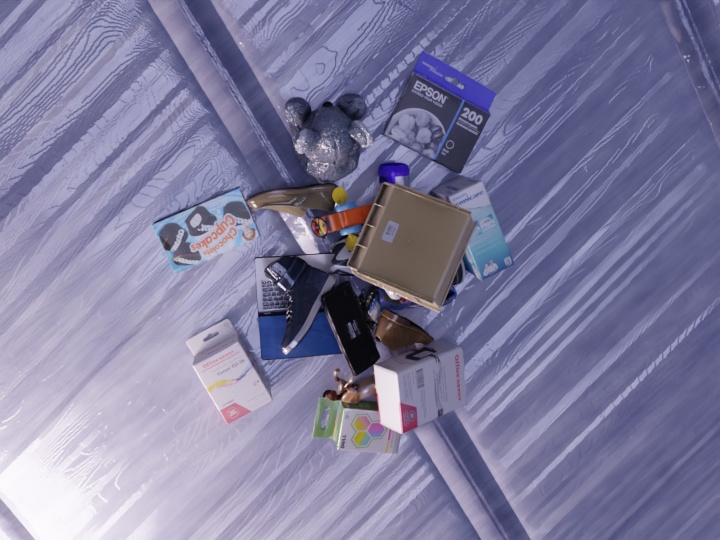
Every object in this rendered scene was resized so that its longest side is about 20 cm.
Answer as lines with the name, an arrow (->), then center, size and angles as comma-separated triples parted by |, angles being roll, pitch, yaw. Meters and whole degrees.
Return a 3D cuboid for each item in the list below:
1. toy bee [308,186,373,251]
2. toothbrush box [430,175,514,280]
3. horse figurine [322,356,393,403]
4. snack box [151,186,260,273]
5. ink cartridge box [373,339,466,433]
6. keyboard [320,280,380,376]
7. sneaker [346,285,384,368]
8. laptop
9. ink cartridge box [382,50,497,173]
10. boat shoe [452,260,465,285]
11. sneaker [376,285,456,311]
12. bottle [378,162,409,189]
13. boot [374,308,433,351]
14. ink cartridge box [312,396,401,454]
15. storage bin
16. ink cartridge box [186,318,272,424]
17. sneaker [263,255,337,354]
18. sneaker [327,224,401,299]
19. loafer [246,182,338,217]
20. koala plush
toy bee -> -0.049, -0.110, 1.544 | 0.199, 0.108, 0.132 | 10, 77, -37
toothbrush box -> 0.242, -0.096, 1.610 | 0.085, 0.146, 0.201 | -26, 104, -4
horse figurine -> 0.006, 0.264, 1.683 | 0.199, 0.050, 0.133 | -12, 138, -12
snack box -> -0.326, -0.086, 1.571 | 0.199, 0.037, 0.117 | -24, 105, -4
ink cartridge box -> 0.137, 0.257, 1.660 | 0.199, 0.084, 0.146 | -16, 108, -35
keyboard -> -0.016, 0.119, 1.587 | 0.104, 0.040, 0.201 | -29, 110, -23
sneaker -> 0.031, 0.138, 1.663 | 0.085, 0.077, 0.201 | 22, 98, -18
laptop -> -0.129, 0.074, 1.599 | 0.186, 0.116, 0.201 | -4, 103, -9
ink cartridge box -> 0.177, -0.342, 1.599 | 0.197, 0.043, 0.201 | 24, 96, -13
boat shoe -> 0.168, -0.051, 1.638 | 0.060, 0.075, 0.201 | -32, 98, -39
sneaker -> 0.127, 0.048, 1.631 | 0.199, 0.078, 0.076 | -4, 82, -27
bottle -> 0.076, -0.132, 1.605 | 0.065, 0.084, 0.201 | -5, 102, -9
boot -> 0.094, 0.144, 1.638 | 0.200, 0.073, 0.076 | 27, 91, -52
ink cartridge box -> -0.005, 0.360, 1.711 | 0.199, 0.059, 0.104 | 8, 102, -11
storage bin -> 0.103, -0.050, 1.484 | 0.198, 0.094, 0.201 | 23, 85, 15
ink cartridge box -> -0.292, 0.221, 1.628 | 0.116, 0.068, 0.201 | -28, 105, -3
sneaker -> -0.156, 0.063, 1.546 | 0.146, 0.077, 0.203 | 32, 62, -9
sneaker -> 0.000, 0.000, 1.586 | 0.129, 0.080, 0.200 | -29, 70, 0
loafer -> -0.141, -0.144, 1.570 | 0.199, 0.076, 0.068 | -8, 97, -8
koala plush -> -0.057, -0.268, 1.487 | 0.176, 0.200, 0.185 | -6, 99, -9
